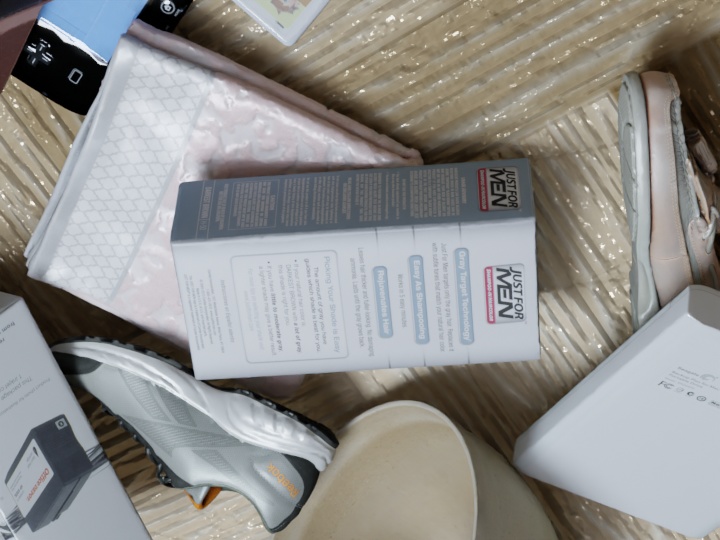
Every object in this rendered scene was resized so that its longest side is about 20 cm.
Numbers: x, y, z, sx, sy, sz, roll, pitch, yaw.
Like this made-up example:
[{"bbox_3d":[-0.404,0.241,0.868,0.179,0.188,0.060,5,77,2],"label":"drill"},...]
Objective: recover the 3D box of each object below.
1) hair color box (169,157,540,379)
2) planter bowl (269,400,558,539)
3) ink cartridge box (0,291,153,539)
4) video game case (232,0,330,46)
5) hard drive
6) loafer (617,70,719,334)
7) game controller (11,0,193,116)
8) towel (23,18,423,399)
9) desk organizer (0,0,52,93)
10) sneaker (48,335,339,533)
[{"bbox_3d":[0.000,0.000,1.031,0.198,0.061,0.100,-3,127,4],"label":"hair color box"},{"bbox_3d":[0.047,0.196,1.107,0.134,0.201,0.200,28,131,-33],"label":"planter bowl"},{"bbox_3d":[-0.231,0.113,1.168,0.145,0.084,0.201,9,130,53],"label":"ink cartridge box"},{"bbox_3d":[-0.055,-0.246,0.931,0.200,0.022,0.182,40,108,-7],"label":"video game case"},{"bbox_3d":[0.186,0.084,1.016,0.131,0.026,0.200,21,146,-13],"label":"hard drive"},{"bbox_3d":[0.175,-0.022,0.994,0.062,0.072,0.201,-6,125,4],"label":"loafer"},{"bbox_3d":[-0.141,-0.174,1.022,0.104,0.042,0.200,37,126,-5],"label":"game controller"},{"bbox_3d":[-0.086,-0.030,1.083,0.190,0.032,0.201,25,127,-7],"label":"towel"},{"bbox_3d":[-0.275,-0.179,1.022,0.200,0.072,0.077,42,127,8],"label":"desk organizer"},{"bbox_3d":[-0.116,0.096,1.135,0.199,0.074,0.080,23,86,15],"label":"sneaker"}]
